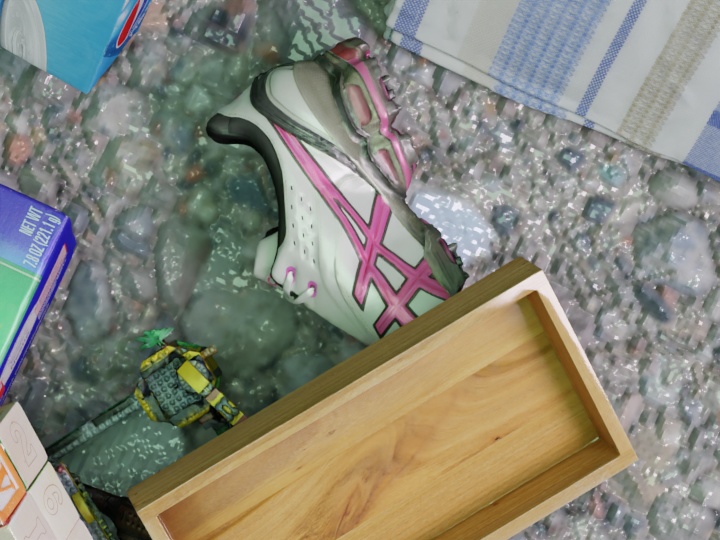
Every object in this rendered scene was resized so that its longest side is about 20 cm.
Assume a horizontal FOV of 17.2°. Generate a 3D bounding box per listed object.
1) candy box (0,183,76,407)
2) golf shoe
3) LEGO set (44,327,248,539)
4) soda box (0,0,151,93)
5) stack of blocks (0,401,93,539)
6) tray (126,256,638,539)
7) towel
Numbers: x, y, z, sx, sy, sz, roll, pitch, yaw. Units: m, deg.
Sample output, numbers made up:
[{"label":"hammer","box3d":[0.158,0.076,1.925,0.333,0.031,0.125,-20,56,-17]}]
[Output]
[{"label":"candy box","box3d":[-0.253,0.014,1.075,0.200,0.077,0.169,24,78,0]},{"label":"golf shoe","box3d":[0.000,0.000,1.089,0.092,0.073,0.200,-23,85,-4]},{"label":"LEGO set","box3d":[-0.089,0.133,1.072,0.153,0.116,0.200,-22,92,2]},{"label":"soda box","box3d":[-0.188,-0.165,1.076,0.200,0.064,0.068,29,129,0]},{"label":"stack of blocks","box3d":[-0.154,0.168,1.001,0.115,0.059,0.200,-20,107,19]},{"label":"tray","box3d":[0.010,0.088,1.030,0.200,0.037,0.099,-30,107,-6]},{"label":"towel","box3d":[0.116,-0.114,1.061,0.200,0.147,0.024,24,53,0]}]
